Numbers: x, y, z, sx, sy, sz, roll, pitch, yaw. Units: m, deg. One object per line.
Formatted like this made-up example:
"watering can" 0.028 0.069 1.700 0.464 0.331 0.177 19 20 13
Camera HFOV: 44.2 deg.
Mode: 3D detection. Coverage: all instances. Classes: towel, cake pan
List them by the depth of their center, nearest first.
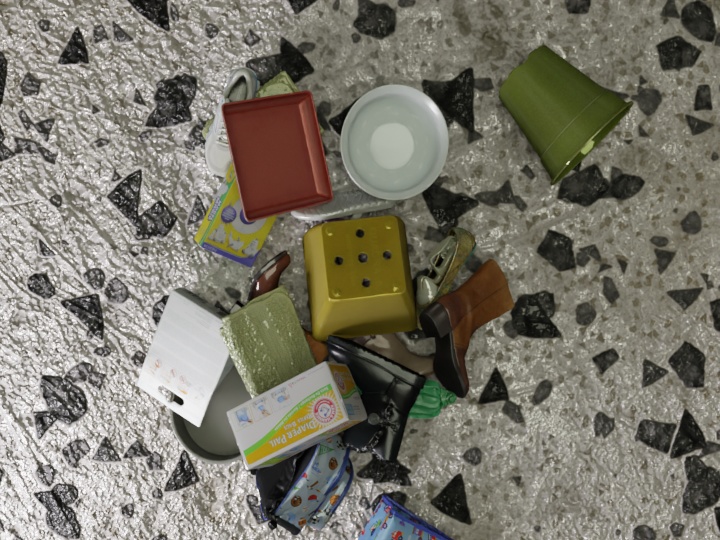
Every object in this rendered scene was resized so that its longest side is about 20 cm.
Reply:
"towel" -0.157 0.145 1.582 0.147 0.036 0.204 -30 109 -26
"towel" -0.179 -0.255 1.640 0.198 0.036 0.150 -33 94 0
"cake pan" -0.255 0.253 1.643 0.195 0.037 0.206 -1 81 8

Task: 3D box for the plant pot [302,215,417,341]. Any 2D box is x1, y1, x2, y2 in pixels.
"plant pot" 0.000 0.000 1.560 0.195 0.177 0.205 -6 76 -3

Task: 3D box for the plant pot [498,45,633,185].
"plant pot" 0.351 -0.293 1.592 0.200 0.200 0.190 -43 80 1

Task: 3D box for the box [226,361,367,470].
"box" -0.104 0.241 1.478 0.197 0.112 0.103 -27 75 11

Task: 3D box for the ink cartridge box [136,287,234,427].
"ink cartridge box" -0.310 0.158 1.634 0.158 0.047 0.204 28 103 18

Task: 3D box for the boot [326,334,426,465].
"boot" 0.001 0.225 1.547 0.197 0.076 0.171 25 90 10

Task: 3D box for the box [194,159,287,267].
"box" -0.204 -0.118 1.608 0.116 0.048 0.203 22 98 -36

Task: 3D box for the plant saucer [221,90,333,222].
"plant saucer" -0.151 -0.203 1.568 0.197 0.036 0.205 -17 98 -38

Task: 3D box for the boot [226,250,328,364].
"boot" -0.131 0.090 1.644 0.199 0.068 0.190 38 91 -4

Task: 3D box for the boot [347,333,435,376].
"boot" 0.050 0.140 1.652 0.196 0.070 0.149 -18 91 -1

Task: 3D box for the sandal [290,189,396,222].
"sandal" -0.030 -0.109 1.638 0.197 0.083 0.051 -7 122 0

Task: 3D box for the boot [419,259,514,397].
"boot" 0.208 0.108 1.633 0.198 0.068 0.192 -32 104 -32

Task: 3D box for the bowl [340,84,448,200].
"bowl" 0.060 -0.229 1.620 0.196 0.090 0.207 0 93 -1

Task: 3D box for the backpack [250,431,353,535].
"backpack" -0.096 0.356 1.601 0.152 0.200 0.193 27 101 -27

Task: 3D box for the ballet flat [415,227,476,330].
"ballet flat" 0.142 0.010 1.644 0.070 0.071 0.203 30 88 -3

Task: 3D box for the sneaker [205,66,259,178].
"sneaker" -0.233 -0.266 1.576 0.073 0.087 0.205 13 95 -6

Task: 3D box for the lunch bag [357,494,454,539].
"lunch bag" 0.094 0.549 1.672 0.198 0.094 0.152 33 89 -12

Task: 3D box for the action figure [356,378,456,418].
"action figure" 0.075 0.224 1.596 0.195 0.055 0.121 4 102 14
